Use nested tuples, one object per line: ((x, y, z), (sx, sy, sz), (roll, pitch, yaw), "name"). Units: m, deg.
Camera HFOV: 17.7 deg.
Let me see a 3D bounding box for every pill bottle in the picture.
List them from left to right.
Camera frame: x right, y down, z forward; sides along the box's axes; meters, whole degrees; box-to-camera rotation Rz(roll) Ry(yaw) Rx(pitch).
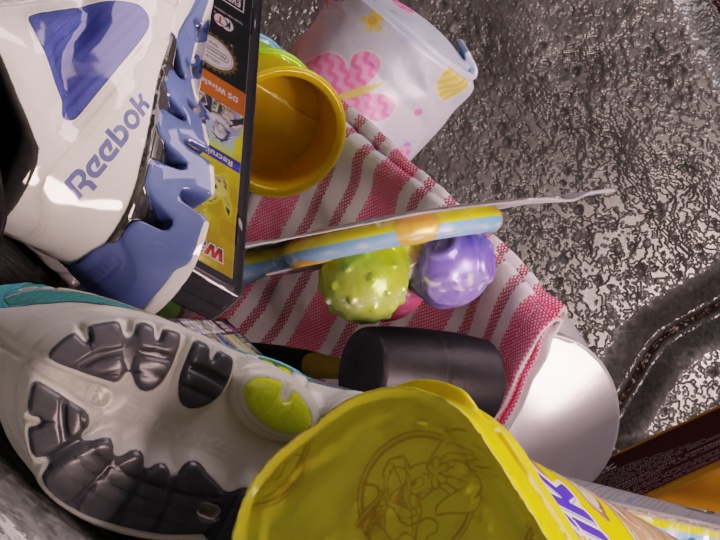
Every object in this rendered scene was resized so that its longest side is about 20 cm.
((0.052, 0.060, 1.153), (0.112, 0.112, 0.200), (42, -7, -18), "pill bottle")

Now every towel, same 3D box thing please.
((-0.003, 0.020, 1.070), (0.030, 0.147, 0.200), (2, 34, -49), "towel")

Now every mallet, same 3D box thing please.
((-0.024, 0.041, 1.013), (0.066, 0.041, 0.199), (8, -2, -39), "mallet")

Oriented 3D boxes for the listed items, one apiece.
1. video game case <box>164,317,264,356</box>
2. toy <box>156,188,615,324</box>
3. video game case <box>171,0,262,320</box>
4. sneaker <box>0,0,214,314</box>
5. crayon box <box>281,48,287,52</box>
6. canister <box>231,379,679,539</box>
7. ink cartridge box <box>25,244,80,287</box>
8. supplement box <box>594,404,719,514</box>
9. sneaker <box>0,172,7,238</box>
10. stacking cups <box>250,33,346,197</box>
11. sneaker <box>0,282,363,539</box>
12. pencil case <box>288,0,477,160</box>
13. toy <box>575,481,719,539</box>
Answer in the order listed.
((-0.015, 0.091, 0.878), (0.181, 0.036, 0.200), (45, 3, 5), "video game case")
((0.000, 0.000, 0.981), (0.115, 0.199, 0.048), (-12, 95, -67), "toy")
((-0.126, -0.096, 0.918), (0.199, 0.025, 0.182), (29, 44, -30), "video game case")
((-0.116, -0.089, 0.836), (0.115, 0.080, 0.200), (22, 50, -38), "sneaker")
((-0.113, -0.082, 1.260), (0.199, 0.052, 0.126), (2, 25, -27), "crayon box")
((0.062, 0.124, 0.677), (0.149, 0.086, 0.200), (59, 14, 28), "canister")
((-0.154, -0.086, 1.046), (0.145, 0.084, 0.200), (43, 3, -12), "ink cartridge box")
((0.193, 0.137, 1.088), (0.200, 0.196, 0.133), (-37, 102, -87), "supplement box")
((-0.179, -0.068, 0.753), (0.200, 0.069, 0.100), (49, -1, 32), "sneaker")
((-0.066, -0.089, 1.096), (0.060, 0.061, 0.200), (41, 1, -26), "stacking cups")
((-0.037, 0.053, 0.716), (0.200, 0.078, 0.080), (34, -3, -37), "sneaker")
((-0.027, -0.050, 1.184), (0.091, 0.200, 0.083), (35, 10, -5), "pencil case")
((0.105, 0.110, 0.927), (0.199, 0.048, 0.115), (8, -5, 13), "toy")
